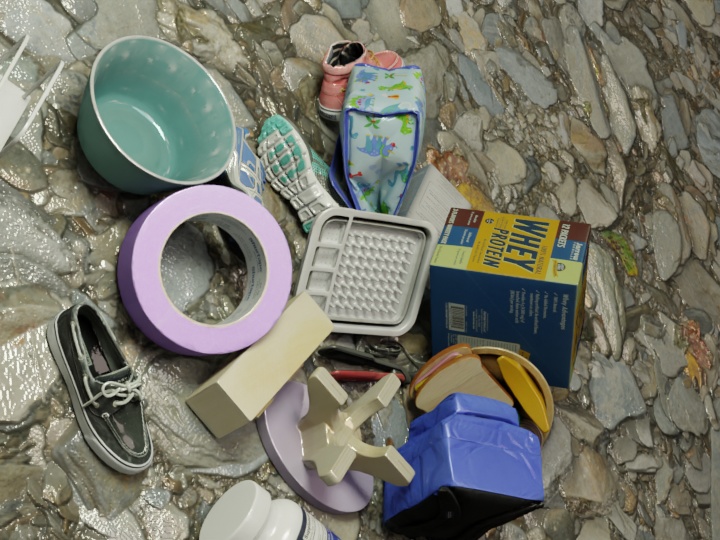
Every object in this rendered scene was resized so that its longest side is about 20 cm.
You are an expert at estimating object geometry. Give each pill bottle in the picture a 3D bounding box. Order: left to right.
[{"bbox_3d":[-0.082,0.337,1.355,0.200,0.116,0.116,43,47,-20],"label":"pill bottle"}]

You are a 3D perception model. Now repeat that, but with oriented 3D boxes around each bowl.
[{"bbox_3d":[-0.262,-0.172,1.421,0.201,0.105,0.201,24,52,-34],"label":"bowl"}]

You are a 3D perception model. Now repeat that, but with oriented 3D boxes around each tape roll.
[{"bbox_3d":[-0.185,0.001,1.402,0.200,0.066,0.200,3,82,-26],"label":"tape roll"}]

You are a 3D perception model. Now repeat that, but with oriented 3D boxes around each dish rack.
[{"bbox_3d":[0.000,0.000,1.584,0.200,0.044,0.172,7,105,-32],"label":"dish rack"}]

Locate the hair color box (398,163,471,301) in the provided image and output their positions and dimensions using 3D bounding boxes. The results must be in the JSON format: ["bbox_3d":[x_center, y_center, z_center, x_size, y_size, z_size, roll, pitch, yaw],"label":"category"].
[{"bbox_3d":[0.089,-0.054,1.743,0.099,0.061,0.200,44,46,-20],"label":"hair color box"}]

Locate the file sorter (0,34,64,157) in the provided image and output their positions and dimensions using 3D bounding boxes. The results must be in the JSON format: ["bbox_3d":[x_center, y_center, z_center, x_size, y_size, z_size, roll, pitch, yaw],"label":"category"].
[{"bbox_3d":[-0.442,-0.219,1.262,0.200,0.124,0.139,38,50,-26],"label":"file sorter"}]

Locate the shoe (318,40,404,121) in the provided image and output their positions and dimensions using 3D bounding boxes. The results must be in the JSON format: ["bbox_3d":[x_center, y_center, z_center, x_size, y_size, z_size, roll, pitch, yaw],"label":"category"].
[{"bbox_3d":[0.006,-0.304,1.745,0.071,0.091,0.200,24,43,23],"label":"shoe"}]

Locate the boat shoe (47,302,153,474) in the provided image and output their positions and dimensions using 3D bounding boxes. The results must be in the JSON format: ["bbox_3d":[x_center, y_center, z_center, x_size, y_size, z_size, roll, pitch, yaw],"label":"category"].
[{"bbox_3d":[-0.276,0.129,1.299,0.074,0.068,0.200,-18,85,-46],"label":"boat shoe"}]

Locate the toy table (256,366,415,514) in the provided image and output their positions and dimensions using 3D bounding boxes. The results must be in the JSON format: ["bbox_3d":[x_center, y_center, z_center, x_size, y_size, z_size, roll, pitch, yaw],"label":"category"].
[{"bbox_3d":[-0.026,0.210,1.469,0.200,0.117,0.184,41,47,-21],"label":"toy table"}]

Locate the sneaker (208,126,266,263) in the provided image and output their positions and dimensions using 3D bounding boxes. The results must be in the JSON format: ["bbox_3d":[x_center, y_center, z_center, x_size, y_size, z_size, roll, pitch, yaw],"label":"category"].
[{"bbox_3d":[-0.150,-0.103,1.523,0.077,0.076,0.200,-13,82,-42],"label":"sneaker"}]

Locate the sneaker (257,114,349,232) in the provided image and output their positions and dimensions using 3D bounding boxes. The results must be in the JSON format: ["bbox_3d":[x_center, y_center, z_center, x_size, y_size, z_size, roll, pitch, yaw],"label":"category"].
[{"bbox_3d":[-0.071,-0.127,1.629,0.200,0.078,0.091,61,27,-8],"label":"sneaker"}]

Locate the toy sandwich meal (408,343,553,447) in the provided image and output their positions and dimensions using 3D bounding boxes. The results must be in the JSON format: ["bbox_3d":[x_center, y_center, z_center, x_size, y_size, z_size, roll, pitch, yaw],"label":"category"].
[{"bbox_3d":[0.170,0.193,1.616,0.205,0.205,0.070,56,15,-9],"label":"toy sandwich meal"}]

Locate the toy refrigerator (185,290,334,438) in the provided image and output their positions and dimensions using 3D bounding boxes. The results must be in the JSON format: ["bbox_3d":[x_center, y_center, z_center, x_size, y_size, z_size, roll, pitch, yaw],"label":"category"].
[{"bbox_3d":[-0.119,0.116,1.449,0.070,0.076,0.200,51,44,-7],"label":"toy refrigerator"}]

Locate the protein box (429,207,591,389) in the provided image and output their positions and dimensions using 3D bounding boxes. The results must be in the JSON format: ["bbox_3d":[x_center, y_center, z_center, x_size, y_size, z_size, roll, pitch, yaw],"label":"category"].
[{"bbox_3d":[0.210,0.038,1.649,0.135,0.200,0.199,-66,159,-47],"label":"protein box"}]

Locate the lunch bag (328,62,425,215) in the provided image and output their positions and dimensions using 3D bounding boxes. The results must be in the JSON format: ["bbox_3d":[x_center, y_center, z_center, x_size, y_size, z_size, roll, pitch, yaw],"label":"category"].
[{"bbox_3d":[0.026,-0.168,1.640,0.170,0.127,0.200,-81,172,-57],"label":"lunch bag"}]

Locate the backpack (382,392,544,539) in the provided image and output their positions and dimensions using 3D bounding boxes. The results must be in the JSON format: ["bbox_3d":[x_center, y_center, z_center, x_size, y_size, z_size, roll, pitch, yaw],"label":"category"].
[{"bbox_3d":[0.126,0.265,1.527,0.162,0.200,0.168,18,51,-20],"label":"backpack"}]

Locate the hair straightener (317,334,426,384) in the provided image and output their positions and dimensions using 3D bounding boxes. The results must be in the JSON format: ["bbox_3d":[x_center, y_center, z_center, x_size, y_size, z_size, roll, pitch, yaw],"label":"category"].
[{"bbox_3d":[0.021,0.115,1.611,0.200,0.041,0.077,7,67,-42],"label":"hair straightener"}]
